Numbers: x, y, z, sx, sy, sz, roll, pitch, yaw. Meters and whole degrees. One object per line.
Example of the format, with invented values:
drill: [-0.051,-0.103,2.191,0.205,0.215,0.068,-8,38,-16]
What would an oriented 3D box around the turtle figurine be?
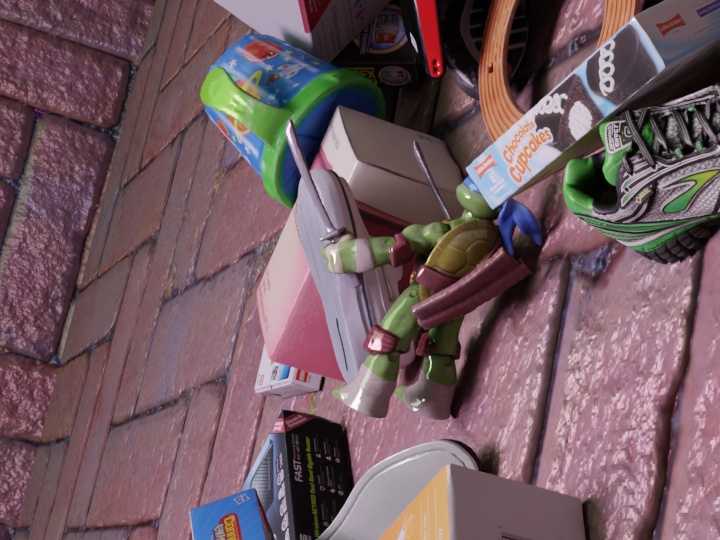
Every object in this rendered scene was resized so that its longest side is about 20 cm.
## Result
turtle figurine: [0.033,0.003,1.130,0.144,0.199,0.195,-18,-53,-70]

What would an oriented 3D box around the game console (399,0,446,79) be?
game console: [0.043,-0.261,1.233,0.200,0.031,0.178,-99,-3,-72]

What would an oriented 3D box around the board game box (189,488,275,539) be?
board game box: [-0.061,0.294,1.091,0.200,0.056,0.196,-115,6,-65]

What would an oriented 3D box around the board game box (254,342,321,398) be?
board game box: [-0.055,0.027,1.524,0.126,0.034,0.201,159,126,-68]

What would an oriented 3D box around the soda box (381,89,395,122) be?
soda box: [-0.005,-0.187,1.515,0.063,0.070,0.201,140,143,-61]

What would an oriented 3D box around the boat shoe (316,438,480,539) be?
boat shoe: [0.023,0.182,1.108,0.200,0.076,0.060,-42,-6,32]

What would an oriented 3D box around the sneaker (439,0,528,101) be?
sneaker: [0.096,-0.202,1.265,0.200,0.073,0.080,-98,4,-45]

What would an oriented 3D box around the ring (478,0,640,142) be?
ring: [0.146,-0.176,1.098,0.200,0.019,0.201,-31,54,57]

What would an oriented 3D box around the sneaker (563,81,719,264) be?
sneaker: [0.183,-0.063,0.834,0.200,0.085,0.078,137,145,-56]

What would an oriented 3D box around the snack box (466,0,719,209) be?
snack box: [0.158,-0.111,0.915,0.037,0.116,0.200,58,148,6]

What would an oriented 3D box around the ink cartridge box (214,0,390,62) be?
ink cartridge box: [-0.033,-0.322,1.395,0.200,0.144,0.145,-48,-22,-16]

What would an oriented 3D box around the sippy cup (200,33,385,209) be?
sippy cup: [-0.069,-0.145,1.357,0.140,0.130,0.178,-41,-32,-17]

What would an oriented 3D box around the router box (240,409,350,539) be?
router box: [-0.063,0.243,1.312,0.200,0.062,0.150,-100,31,-54]

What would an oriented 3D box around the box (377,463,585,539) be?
box: [0.052,0.231,0.932,0.200,0.097,0.125,125,155,-43]

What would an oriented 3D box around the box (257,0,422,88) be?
box: [-0.012,-0.272,1.476,0.044,0.159,0.201,71,-156,-60]

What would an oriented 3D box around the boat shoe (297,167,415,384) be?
boat shoe: [0.000,0.000,1.203,0.074,0.067,0.201,43,150,50]

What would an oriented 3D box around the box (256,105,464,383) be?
box: [-0.002,-0.019,1.295,0.128,0.109,0.201,-108,39,-61]
